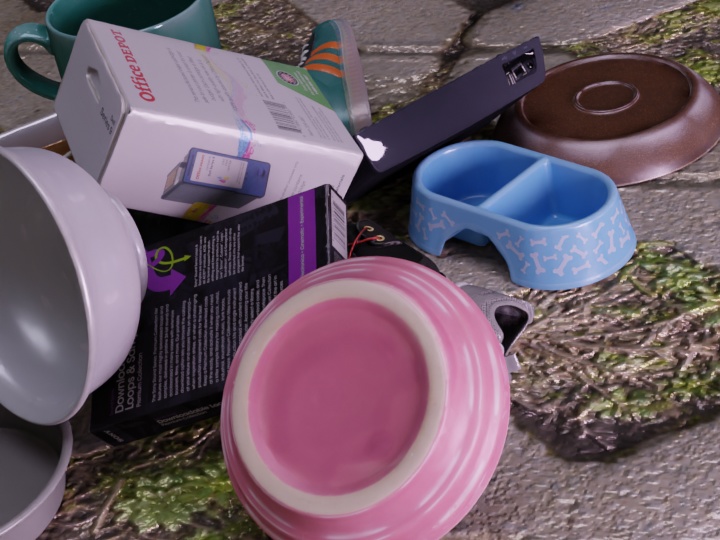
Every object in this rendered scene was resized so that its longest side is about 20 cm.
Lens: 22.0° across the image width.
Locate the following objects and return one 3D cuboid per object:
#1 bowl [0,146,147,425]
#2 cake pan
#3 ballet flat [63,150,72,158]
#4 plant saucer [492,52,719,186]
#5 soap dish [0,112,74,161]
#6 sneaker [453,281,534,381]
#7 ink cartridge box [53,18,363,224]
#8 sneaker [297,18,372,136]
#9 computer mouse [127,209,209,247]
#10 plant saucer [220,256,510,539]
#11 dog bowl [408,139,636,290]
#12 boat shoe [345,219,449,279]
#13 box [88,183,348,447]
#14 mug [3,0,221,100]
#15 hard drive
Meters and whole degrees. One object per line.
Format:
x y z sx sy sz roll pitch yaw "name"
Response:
-0.211 -0.002 1.287 0.090 0.203 0.200 -21 31 -38 "bowl"
-0.292 0.151 1.278 0.198 0.037 0.201 -8 33 5 "cake pan"
-0.247 -0.035 1.456 0.200 0.069 0.069 -52 43 -8 "ballet flat"
0.209 -0.135 1.563 0.198 0.032 0.201 -9 32 5 "plant saucer"
-0.249 -0.090 1.549 0.199 0.082 0.157 -22 7 -16 "soap dish"
0.066 0.066 1.259 0.081 0.075 0.200 0 34 20 "sneaker"
-0.120 -0.107 1.416 0.199 0.088 0.146 11 29 -31 "ink cartridge box"
-0.037 -0.163 1.645 0.079 0.072 0.201 -9 33 -3 "sneaker"
-0.153 -0.045 1.469 0.137 0.053 0.200 -12 17 4 "computer mouse"
-0.006 0.084 1.173 0.199 0.051 0.202 -8 71 22 "plant saucer"
0.121 -0.049 1.441 0.199 0.050 0.111 20 44 40 "dog bowl"
-0.002 0.002 1.326 0.073 0.063 0.201 -35 17 -17 "boat shoe"
-0.100 0.033 1.304 0.199 0.036 0.144 -17 54 22 "box"
-0.217 -0.201 1.720 0.184 0.115 0.152 10 39 31 "mug"
0.055 -0.118 1.514 0.199 0.043 0.135 -30 -2 -29 "hard drive"
